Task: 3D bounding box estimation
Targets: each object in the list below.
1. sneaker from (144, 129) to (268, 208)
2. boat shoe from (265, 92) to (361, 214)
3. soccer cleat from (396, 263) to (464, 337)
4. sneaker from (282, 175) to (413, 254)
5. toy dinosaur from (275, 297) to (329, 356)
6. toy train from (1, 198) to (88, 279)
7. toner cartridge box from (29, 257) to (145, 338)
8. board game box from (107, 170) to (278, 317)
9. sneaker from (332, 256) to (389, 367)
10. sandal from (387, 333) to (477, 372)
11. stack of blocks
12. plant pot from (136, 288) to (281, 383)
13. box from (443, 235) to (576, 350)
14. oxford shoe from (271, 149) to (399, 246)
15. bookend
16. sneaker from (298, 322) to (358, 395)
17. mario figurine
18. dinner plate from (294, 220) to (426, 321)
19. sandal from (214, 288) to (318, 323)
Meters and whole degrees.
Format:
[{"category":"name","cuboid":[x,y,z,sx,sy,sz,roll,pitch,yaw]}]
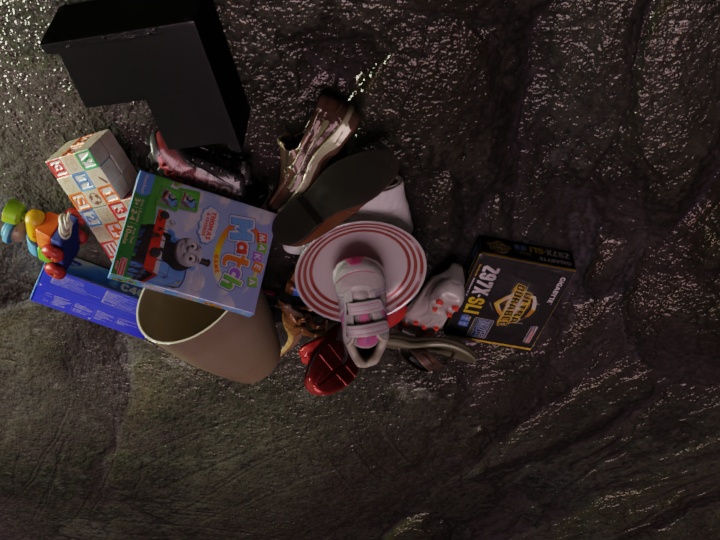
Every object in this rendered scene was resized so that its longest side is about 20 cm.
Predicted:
[{"category":"sneaker","cuboid":[-0.210,-0.143,1.242,0.098,0.071,0.200,-30,129,28]},{"category":"boat shoe","cuboid":[-0.084,-0.165,1.219,0.075,0.075,0.202,32,117,-16]},{"category":"soccer cleat","cuboid":[0.120,0.055,1.435,0.069,0.078,0.200,24,151,-12]},{"category":"sneaker","cuboid":[-0.027,-0.093,1.292,0.200,0.074,0.116,-11,132,1]},{"category":"toy dinosaur","cuboid":[-0.106,0.094,1.465,0.106,0.060,0.200,3,143,0]},{"category":"toy train","cuboid":[-0.474,-0.072,1.286,0.116,0.085,0.200,26,154,-5]},{"category":"toner cartridge box","cuboid":[-0.435,0.041,1.452,0.200,0.043,0.095,22,130,-20]},{"category":"board game box","cuboid":[-0.226,-0.035,1.199,0.200,0.151,0.037,17,163,-18]},{"category":"sneaker","cuboid":[0.008,0.066,1.297,0.081,0.088,0.200,-11,131,0]},{"category":"sandal","cuboid":[0.095,0.139,1.446,0.201,0.057,0.080,7,167,-11]},{"category":"stack of blocks","cuboid":[-0.343,-0.099,1.255,0.115,0.059,0.200,-10,122,29]},{"category":"plant pot","cuboid":[-0.211,0.086,1.347,0.187,0.187,0.200,-16,138,17]},{"category":"box","cuboid":[0.238,0.040,1.427,0.160,0.049,0.200,12,134,-7]},{"category":"oxford shoe","cuboid":[-0.030,-0.101,1.217,0.200,0.071,0.071,-32,166,11]},{"category":"bookend","cuboid":[-0.267,-0.246,1.126,0.199,0.092,0.200,-6,136,10]},{"category":"sneaker","cuboid":[-0.062,0.159,1.455,0.115,0.200,0.078,-33,98,35]},{"category":"mario figurine","cuboid":[-0.016,0.028,1.420,0.200,0.123,0.106,23,91,-10]},{"category":"dinner plate","cuboid":[0.000,0.000,1.313,0.200,0.024,0.200,-4,129,-5]},{"category":"sandal","cuboid":[-0.162,0.059,1.468,0.200,0.045,0.075,-5,142,-14]}]
